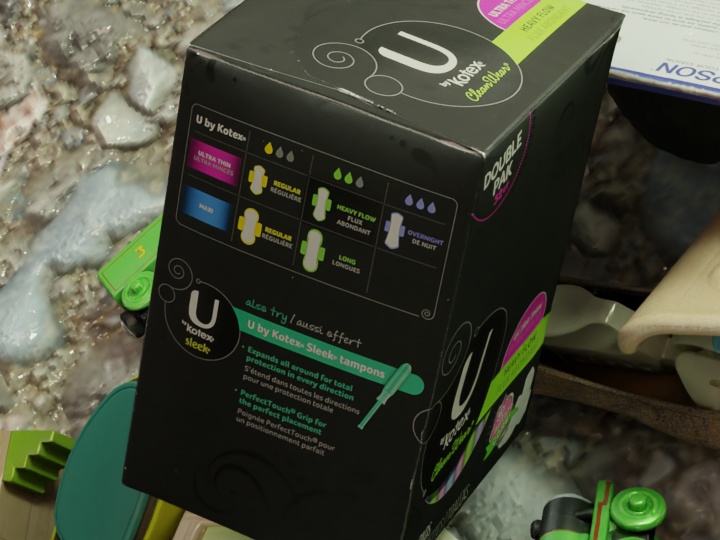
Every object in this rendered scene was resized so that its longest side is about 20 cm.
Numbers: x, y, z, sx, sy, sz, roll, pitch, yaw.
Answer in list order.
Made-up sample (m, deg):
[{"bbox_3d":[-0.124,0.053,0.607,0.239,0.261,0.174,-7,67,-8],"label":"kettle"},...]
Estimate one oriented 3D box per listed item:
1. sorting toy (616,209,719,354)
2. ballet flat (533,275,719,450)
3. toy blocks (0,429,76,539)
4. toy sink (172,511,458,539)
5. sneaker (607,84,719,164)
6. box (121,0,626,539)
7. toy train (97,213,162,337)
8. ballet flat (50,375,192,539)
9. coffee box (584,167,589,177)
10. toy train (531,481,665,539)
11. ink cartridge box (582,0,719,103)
[{"bbox_3d":[0.224,-0.001,1.119,0.200,0.037,0.185,-3,18,24],"label":"sorting toy"},{"bbox_3d":[0.133,0.036,1.185,0.200,0.067,0.068,5,65,30],"label":"ballet flat"},{"bbox_3d":[-0.222,0.148,1.296,0.200,0.100,0.137,-2,71,32],"label":"toy blocks"},{"bbox_3d":[-0.034,0.201,1.114,0.130,0.112,0.200,-4,53,43],"label":"toy sink"},{"bbox_3d":[0.194,-0.093,1.240,0.086,0.080,0.200,-29,37,-31],"label":"sneaker"},{"bbox_3d":[0.004,-0.008,1.052,0.124,0.200,0.149,21,32,16],"label":"box"},{"bbox_3d":[-0.047,-0.043,1.348,0.200,0.042,0.056,-42,40,-1],"label":"toy train"},{"bbox_3d":[-0.110,0.135,1.212,0.067,0.067,0.200,40,113,43],"label":"ballet flat"},{"bbox_3d":[0.000,0.000,1.237,0.080,0.114,0.200,45,86,-4],"label":"coffee box"},{"bbox_3d":[0.087,0.163,1.085,0.056,0.042,0.200,1,42,12],"label":"toy train"},{"bbox_3d":[0.117,-0.115,1.159,0.196,0.043,0.200,14,37,28],"label":"ink cartridge box"}]
